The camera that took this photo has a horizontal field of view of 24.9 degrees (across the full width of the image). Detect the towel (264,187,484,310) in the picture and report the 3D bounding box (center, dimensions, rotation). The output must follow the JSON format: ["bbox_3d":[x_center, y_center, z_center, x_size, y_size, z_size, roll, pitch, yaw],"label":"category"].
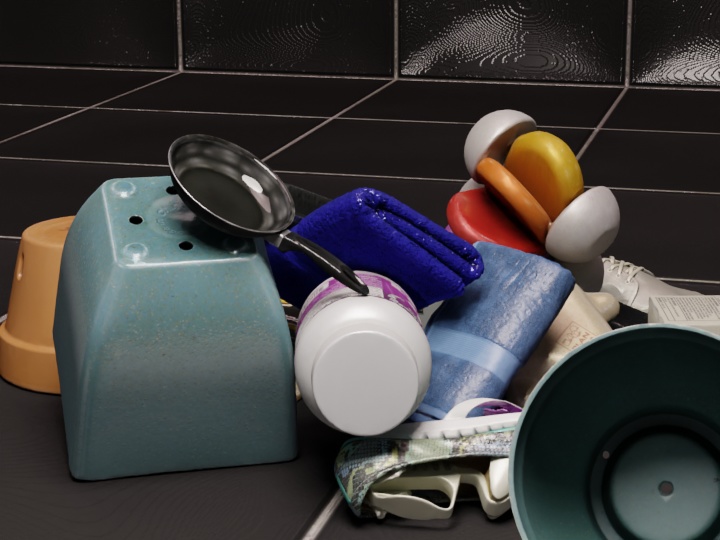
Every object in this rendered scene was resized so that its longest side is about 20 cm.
[{"bbox_3d":[0.000,0.000,1.462,0.147,0.050,0.200,28,-30,-23],"label":"towel"}]

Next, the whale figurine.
[{"bbox_3d":[0.191,0.088,1.510,0.199,0.104,0.159,29,59,23],"label":"whale figurine"}]

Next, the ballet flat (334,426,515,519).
[{"bbox_3d":[0.080,0.166,1.281,0.198,0.075,0.074,-4,15,-5],"label":"ballet flat"}]

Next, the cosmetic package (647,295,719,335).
[{"bbox_3d":[0.375,0.076,1.539,0.198,0.088,0.103,-1,14,3],"label":"cosmetic package"}]

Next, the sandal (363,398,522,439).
[{"bbox_3d":[0.100,0.130,1.340,0.201,0.083,0.050,-2,53,-1],"label":"sandal"}]

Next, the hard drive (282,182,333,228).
[{"bbox_3d":[-0.118,-0.034,1.540,0.199,0.033,0.139,-14,-15,26],"label":"hard drive"}]

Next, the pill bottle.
[{"bbox_3d":[0.001,0.070,1.330,0.111,0.113,0.200,-1,10,-2],"label":"pill bottle"}]

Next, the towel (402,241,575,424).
[{"bbox_3d":[0.099,0.066,1.439,0.111,0.049,0.200,16,64,46],"label":"towel"}]

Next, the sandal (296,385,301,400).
[{"bbox_3d":[-0.142,0.096,1.510,0.210,0.070,0.077,-9,17,-30],"label":"sandal"}]

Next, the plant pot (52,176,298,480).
[{"bbox_3d":[-0.157,0.031,1.381,0.195,0.201,0.196,-4,42,-14],"label":"plant pot"}]

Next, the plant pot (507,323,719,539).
[{"bbox_3d":[0.210,0.148,1.132,0.199,0.202,0.134,4,-12,14],"label":"plant pot"}]

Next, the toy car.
[{"bbox_3d":[0.146,-0.039,1.592,0.150,0.201,0.175,-32,61,-25],"label":"toy car"}]

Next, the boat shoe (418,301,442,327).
[{"bbox_3d":[0.093,0.037,1.724,0.063,0.071,0.200,-11,17,-31],"label":"boat shoe"}]

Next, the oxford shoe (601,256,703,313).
[{"bbox_3d":[0.289,0.016,1.827,0.199,0.058,0.075,10,16,29],"label":"oxford shoe"}]

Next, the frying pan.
[{"bbox_3d":[-0.074,-0.047,1.321,0.189,0.031,0.115,30,30,-11],"label":"frying pan"}]

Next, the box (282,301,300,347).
[{"bbox_3d":[-0.067,0.046,1.738,0.159,0.050,0.199,-11,18,-41],"label":"box"}]

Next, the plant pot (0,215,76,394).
[{"bbox_3d":[-0.266,0.027,1.635,0.198,0.141,0.200,0,16,0],"label":"plant pot"}]

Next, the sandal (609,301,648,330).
[{"bbox_3d":[0.225,0.048,1.679,0.200,0.048,0.075,28,28,36],"label":"sandal"}]
